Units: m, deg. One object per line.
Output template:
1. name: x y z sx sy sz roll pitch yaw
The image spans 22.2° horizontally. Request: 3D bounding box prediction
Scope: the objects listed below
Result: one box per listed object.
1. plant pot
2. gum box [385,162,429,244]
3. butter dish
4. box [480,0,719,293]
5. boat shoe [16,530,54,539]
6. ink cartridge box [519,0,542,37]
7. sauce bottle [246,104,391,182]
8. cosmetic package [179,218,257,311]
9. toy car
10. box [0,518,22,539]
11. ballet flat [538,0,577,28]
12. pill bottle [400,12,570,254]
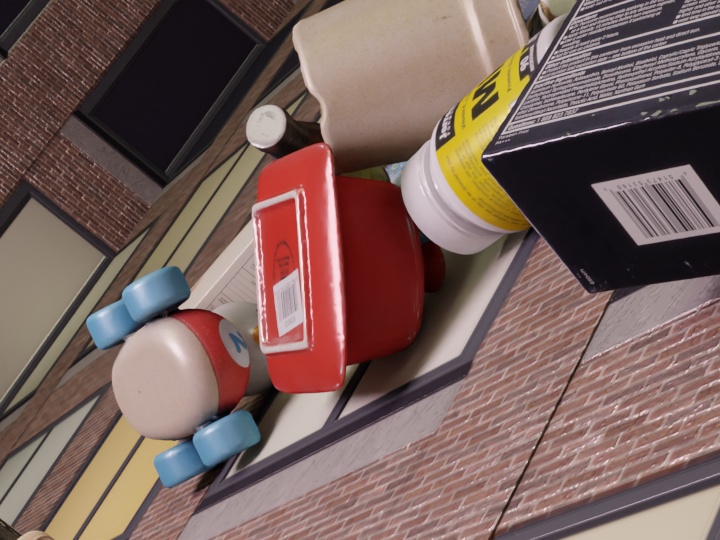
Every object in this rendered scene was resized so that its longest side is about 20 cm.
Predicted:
1. plant pot: 0.046 -0.172 1.543 0.183 0.201 0.200 -17 16 2
2. gum box: 0.032 -0.043 1.745 0.200 0.045 0.170 -55 14 -15
3. butter dish: 0.000 0.000 1.530 0.200 0.147 0.200 167 100 -69
4. box: 0.208 -0.105 1.016 0.200 0.123 0.199 -9 41 48
5. boat shoe: -0.364 0.360 1.944 0.065 0.072 0.200 -26 29 44
6. ink cartridge box: 0.139 -0.240 1.754 0.200 0.076 0.137 -59 -13 -28
7. sauce bottle: -0.037 -0.099 1.644 0.066 0.066 0.200 -50 -29 3
8. cosmetic package: -0.092 0.006 1.907 0.200 0.105 0.071 -47 16 10
9. toy car: -0.127 0.080 1.781 0.200 0.185 0.177 -24 -5 -35
10. box: -0.481 0.385 2.193 0.148 0.107 0.200 -49 13 4
11. ballet flat: 0.193 -0.228 1.660 0.071 0.071 0.200 -49 12 8
12. pill bottle: 0.126 -0.099 1.406 0.200 0.114 0.114 -39 16 43
